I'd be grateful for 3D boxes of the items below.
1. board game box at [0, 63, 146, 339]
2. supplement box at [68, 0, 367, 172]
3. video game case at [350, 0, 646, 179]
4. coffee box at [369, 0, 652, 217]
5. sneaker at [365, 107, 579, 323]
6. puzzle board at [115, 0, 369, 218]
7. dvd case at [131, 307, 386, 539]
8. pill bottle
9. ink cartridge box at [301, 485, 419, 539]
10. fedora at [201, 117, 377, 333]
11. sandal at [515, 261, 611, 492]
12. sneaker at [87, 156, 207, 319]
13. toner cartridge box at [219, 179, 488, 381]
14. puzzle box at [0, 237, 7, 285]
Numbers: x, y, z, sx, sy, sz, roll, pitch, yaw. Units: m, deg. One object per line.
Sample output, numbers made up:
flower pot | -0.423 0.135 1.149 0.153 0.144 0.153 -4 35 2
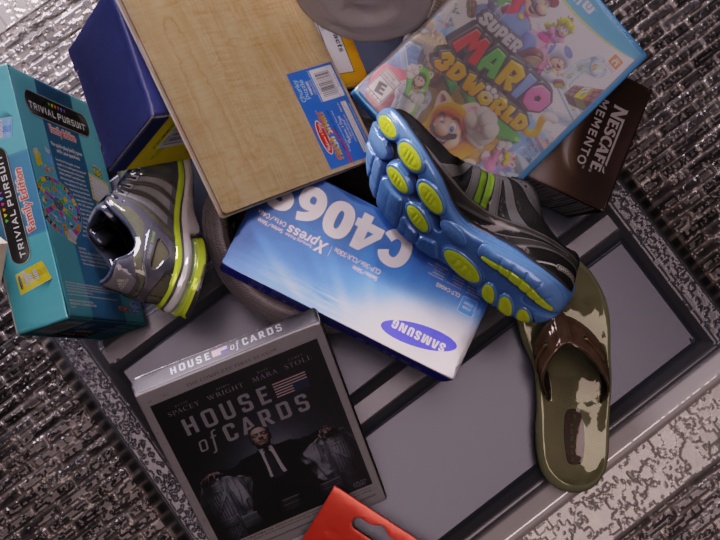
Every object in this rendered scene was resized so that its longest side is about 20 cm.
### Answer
board game box | -0.244 -0.048 1.028 0.047 0.151 0.202 -17 82 11
supplement box | -0.113 -0.163 1.027 0.199 0.109 0.110 -14 79 -33
video game case | 0.111 -0.154 1.009 0.200 0.018 0.143 -44 97 -8
coffee box | 0.123 -0.136 1.062 0.199 0.080 0.114 23 84 -10
sneaker | 0.083 -0.046 0.967 0.199 0.071 0.083 42 47 1
puzzle board | -0.087 -0.151 0.962 0.150 0.017 0.201 -23 85 -36
dvd case | -0.074 0.135 1.004 0.149 0.025 0.201 -22 127 -3
pill bottle | 0.015 -0.290 1.007 0.110 0.111 0.202 9 62 1
ink cartridge box | -0.031 0.286 1.016 0.108 0.050 0.201 31 96 4
fedora | -0.031 -0.034 1.060 0.198 0.090 0.179 -9 83 -9
sandal | 0.176 0.081 1.063 0.079 0.057 0.203 -7 82 -2
sneaker | -0.178 -0.051 1.029 0.080 0.074 0.201 14 36 -32
toner cartridge box | 0.000 0.000 0.991 0.199 0.043 0.096 26 81 -4
puzzle box | -0.335 0.045 1.003 0.133 0.025 0.202 29 113 36
